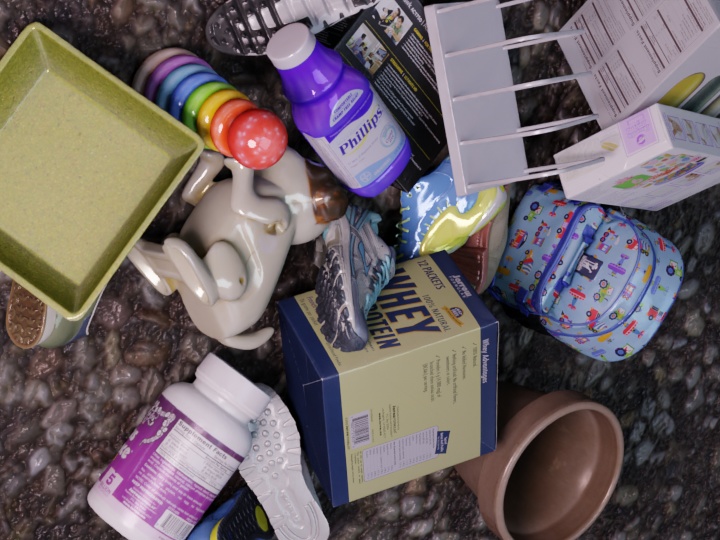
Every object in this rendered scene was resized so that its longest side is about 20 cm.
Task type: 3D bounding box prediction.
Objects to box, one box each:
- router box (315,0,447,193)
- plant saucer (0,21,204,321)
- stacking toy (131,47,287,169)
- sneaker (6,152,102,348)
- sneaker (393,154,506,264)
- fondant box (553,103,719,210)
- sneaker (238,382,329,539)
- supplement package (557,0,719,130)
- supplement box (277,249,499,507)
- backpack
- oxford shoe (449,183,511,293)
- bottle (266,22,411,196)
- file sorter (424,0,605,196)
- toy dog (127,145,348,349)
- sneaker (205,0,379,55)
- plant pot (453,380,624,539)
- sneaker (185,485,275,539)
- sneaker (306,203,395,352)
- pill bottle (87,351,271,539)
[{"bbox_3d":[0.031,-0.200,1.565,0.149,0.051,0.200,-52,131,-10],"label":"router box"},{"bbox_3d":[-0.271,-0.087,1.331,0.200,0.199,0.048,-54,174,-5],"label":"plant saucer"},{"bbox_3d":[-0.133,-0.145,1.366,0.085,0.200,0.086,-15,118,-32],"label":"stacking toy"},{"bbox_3d":[-0.275,-0.022,1.411,0.090,0.067,0.201,10,95,-59],"label":"sneaker"},{"bbox_3d":[0.066,-0.050,1.659,0.105,0.076,0.200,45,101,1],"label":"sneaker"},{"bbox_3d":[0.337,-0.125,1.681,0.200,0.144,0.059,2,68,-49],"label":"fondant box"},{"bbox_3d":[-0.095,0.217,1.645,0.076,0.081,0.201,-17,102,-2],"label":"sneaker"},{"bbox_3d":[0.357,-0.266,1.660,0.151,0.151,0.200,-3,150,-37],"label":"supplement package"},{"bbox_3d":[0.032,0.116,1.600,0.199,0.134,0.201,-17,132,-16],"label":"supplement box"},{"bbox_3d":[0.268,0.004,1.737,0.134,0.200,0.183,33,89,-41],"label":"backpack"},{"bbox_3d":[0.140,-0.068,1.710,0.074,0.071,0.201,-12,119,-61],"label":"oxford shoe"},{"bbox_3d":[-0.024,-0.159,1.454,0.084,0.065,0.200,-48,134,-11],"label":"bottle"},{"bbox_3d":[0.169,-0.193,1.557,0.139,0.124,0.201,-18,100,-53],"label":"file sorter"},{"bbox_3d":[-0.103,-0.038,1.470,0.200,0.139,0.194,-46,110,-22],"label":"toy dog"},{"bbox_3d":[-0.057,-0.261,1.462,0.199,0.091,0.067,-23,96,-1],"label":"sneaker"},{"bbox_3d":[0.189,0.218,1.787,0.200,0.174,0.201,-15,118,-32],"label":"plant pot"},{"bbox_3d":[-0.151,0.287,1.600,0.078,0.200,0.066,-24,92,16],"label":"sneaker"},{"bbox_3d":[0.000,0.000,1.528,0.086,0.201,0.078,6,137,-16],"label":"sneaker"},{"bbox_3d":[-0.183,0.188,1.534,0.200,0.112,0.112,-53,131,-6],"label":"pill bottle"}]
